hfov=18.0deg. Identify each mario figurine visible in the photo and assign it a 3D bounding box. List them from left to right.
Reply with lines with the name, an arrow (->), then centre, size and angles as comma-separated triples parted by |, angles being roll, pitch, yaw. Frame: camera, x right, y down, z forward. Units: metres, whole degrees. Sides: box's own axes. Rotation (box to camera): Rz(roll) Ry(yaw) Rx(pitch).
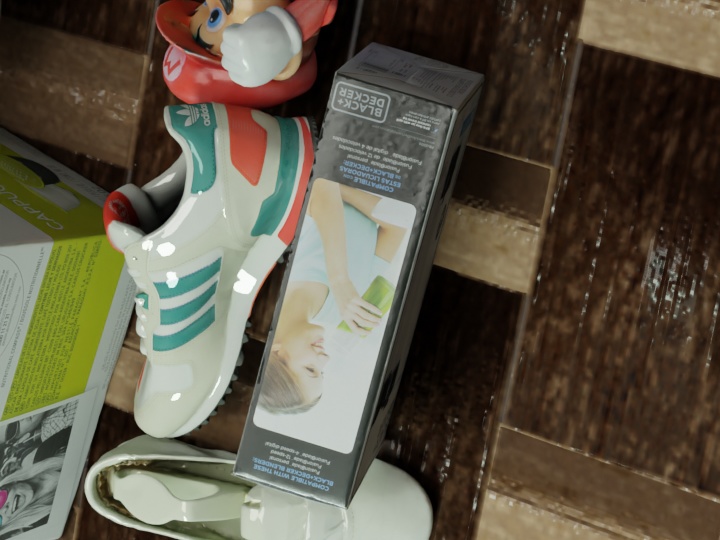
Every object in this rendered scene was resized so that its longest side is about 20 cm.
mario figurine -> -0.037, -0.162, 1.105 | 0.106, 0.123, 0.200 | 44, 112, 7

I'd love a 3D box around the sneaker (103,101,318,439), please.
sneaker -> -0.095, -0.004, 1.150 | 0.070, 0.093, 0.200 | -105, 36, -51

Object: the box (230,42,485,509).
box -> 0.000, 0.000, 1.092 | 0.060, 0.117, 0.201 | 17, 104, 5

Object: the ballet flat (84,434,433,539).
ballet flat -> -0.060, 0.124, 1.178 | 0.199, 0.069, 0.070 | 6, 98, 32

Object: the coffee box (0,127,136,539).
coffee box -> -0.264, 0.028, 1.219 | 0.199, 0.198, 0.201 | 29, 110, 26
